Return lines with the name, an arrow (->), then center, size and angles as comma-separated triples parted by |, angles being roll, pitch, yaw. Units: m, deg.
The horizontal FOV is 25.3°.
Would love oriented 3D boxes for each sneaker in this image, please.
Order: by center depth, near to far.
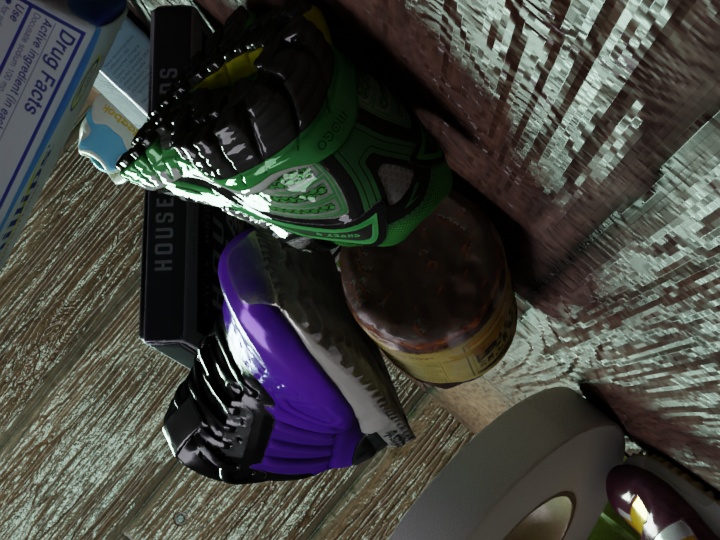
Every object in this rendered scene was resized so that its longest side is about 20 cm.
sneaker -> -0.031, -0.039, 0.570 | 0.085, 0.078, 0.200 | 40, 176, -17
sneaker -> -0.041, 0.050, 0.670 | 0.200, 0.099, 0.070 | 61, -173, -65
sneaker -> 0.175, 0.168, 0.842 | 0.075, 0.090, 0.200 | 42, 176, -28
sneaker -> -0.195, -0.118, 1.330 | 0.076, 0.081, 0.200 | 38, 178, -1

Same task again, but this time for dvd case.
dvd case -> -0.065, -0.021, 0.778 | 0.024, 0.152, 0.200 | -2, 167, 9

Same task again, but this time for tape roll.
tape roll -> 0.073, 0.157, 0.901 | 0.037, 0.203, 0.203 | 37, 176, 27

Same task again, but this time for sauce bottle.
sauce bottle -> 0.034, 0.014, 0.671 | 0.066, 0.066, 0.200 | 39, 178, 12

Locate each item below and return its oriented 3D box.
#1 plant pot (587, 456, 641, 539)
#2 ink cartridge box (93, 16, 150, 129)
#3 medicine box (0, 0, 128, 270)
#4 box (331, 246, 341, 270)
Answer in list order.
plant pot -> 0.172, 0.251, 1.075 | 0.200, 0.193, 0.200 | 39, 177, 3
ink cartridge box -> -0.158, -0.137, 1.034 | 0.200, 0.043, 0.196 | 45, 175, -17
medicine box -> -0.253, -0.104, 0.844 | 0.198, 0.183, 0.103 | 28, -164, -7
box -> 0.000, 0.000, 1.079 | 0.110, 0.035, 0.200 | 42, 176, -20
